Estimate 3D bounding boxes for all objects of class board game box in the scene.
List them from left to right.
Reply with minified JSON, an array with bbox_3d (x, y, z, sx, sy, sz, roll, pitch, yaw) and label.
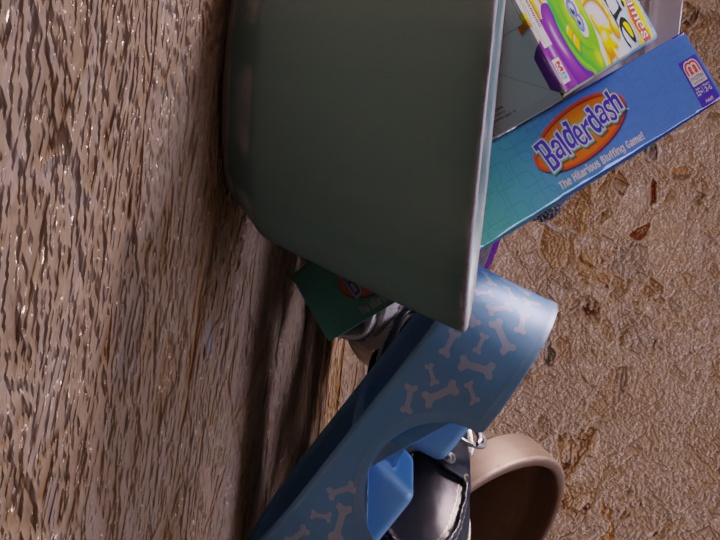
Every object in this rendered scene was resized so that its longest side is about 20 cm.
[{"bbox_3d":[0.065,-0.126,0.960,0.104,0.104,0.200,61,25,-3],"label":"board game box"},{"bbox_3d":[0.077,-0.044,0.995,0.199,0.045,0.152,-32,179,-36],"label":"board game box"}]

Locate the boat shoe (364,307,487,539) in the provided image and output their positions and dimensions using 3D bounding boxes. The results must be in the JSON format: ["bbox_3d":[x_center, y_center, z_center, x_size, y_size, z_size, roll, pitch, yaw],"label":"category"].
[{"bbox_3d":[0.032,0.094,1.041,0.201,0.074,0.062,-82,-177,-58],"label":"boat shoe"}]

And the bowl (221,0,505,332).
[{"bbox_3d":[0.004,-0.082,0.761,0.201,0.104,0.203,7,90,-85],"label":"bowl"}]

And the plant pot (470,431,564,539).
[{"bbox_3d":[0.026,0.164,1.162,0.200,0.093,0.202,-34,149,-24],"label":"plant pot"}]

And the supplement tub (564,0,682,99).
[{"bbox_3d":[0.091,-0.161,1.138,0.145,0.198,0.146,6,90,-85],"label":"supplement tub"}]

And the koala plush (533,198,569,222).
[{"bbox_3d":[0.120,-0.086,1.897,0.200,0.182,0.179,-53,150,-58],"label":"koala plush"}]

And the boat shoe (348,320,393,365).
[{"bbox_3d":[0.019,-0.037,1.265,0.069,0.070,0.202,34,62,-71],"label":"boat shoe"}]

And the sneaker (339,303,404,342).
[{"bbox_3d":[0.000,0.000,1.141,0.200,0.074,0.100,74,39,-73],"label":"sneaker"}]

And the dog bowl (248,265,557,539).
[{"bbox_3d":[0.016,0.080,0.920,0.201,0.049,0.112,-51,-176,8],"label":"dog bowl"}]

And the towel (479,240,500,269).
[{"bbox_3d":[0.057,0.015,1.195,0.144,0.023,0.201,-51,163,-52],"label":"towel"}]
